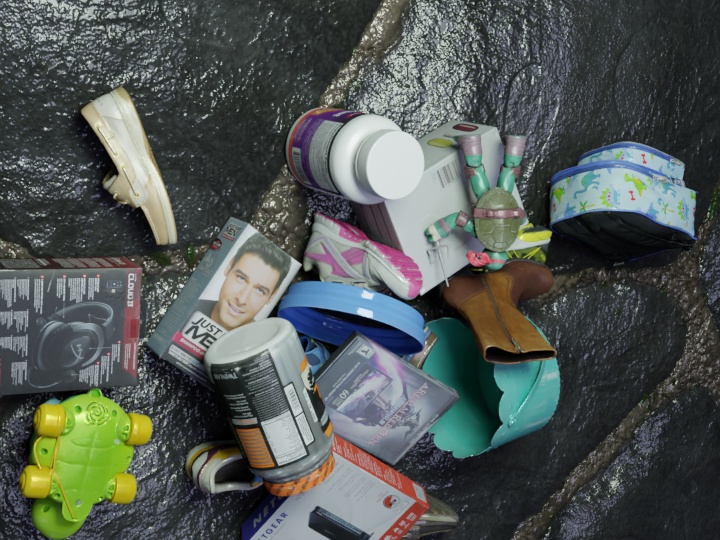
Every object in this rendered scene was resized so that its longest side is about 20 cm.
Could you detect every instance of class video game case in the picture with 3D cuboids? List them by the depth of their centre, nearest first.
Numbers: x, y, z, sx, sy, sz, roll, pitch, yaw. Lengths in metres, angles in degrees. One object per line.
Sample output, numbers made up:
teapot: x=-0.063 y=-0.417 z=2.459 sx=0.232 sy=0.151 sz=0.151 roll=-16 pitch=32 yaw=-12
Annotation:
video game case: x=0.020 y=0.176 z=1.471 sx=0.199 sy=0.019 sz=0.143 roll=33 pitch=108 yaw=-31

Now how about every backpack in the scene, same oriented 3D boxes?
backpack: x=0.384 y=-0.105 z=1.632 sx=0.199 sy=0.182 sz=0.148 roll=15 pitch=71 yaw=-35

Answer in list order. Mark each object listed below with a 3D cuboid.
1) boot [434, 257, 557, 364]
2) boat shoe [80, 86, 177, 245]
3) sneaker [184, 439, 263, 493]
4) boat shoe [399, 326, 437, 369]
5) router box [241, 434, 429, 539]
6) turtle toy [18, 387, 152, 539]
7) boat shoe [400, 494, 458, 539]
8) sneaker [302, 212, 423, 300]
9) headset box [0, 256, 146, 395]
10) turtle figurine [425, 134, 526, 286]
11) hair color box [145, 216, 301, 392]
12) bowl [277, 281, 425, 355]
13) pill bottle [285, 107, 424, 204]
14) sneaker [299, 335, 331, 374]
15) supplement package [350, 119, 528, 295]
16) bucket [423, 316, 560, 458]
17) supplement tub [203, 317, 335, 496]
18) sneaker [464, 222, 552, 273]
boot: x=0.217 y=0.053 z=1.486 sx=0.187 sy=0.200 sz=0.069 roll=4 pitch=116 yaw=-23
boat shoe: x=-0.279 y=-0.117 z=1.311 sx=0.069 sy=0.074 sz=0.201 roll=-22 pitch=111 yaw=-11
sneaker: x=-0.131 y=0.253 z=1.464 sx=0.199 sy=0.090 sz=0.076 roll=-19 pitch=111 yaw=-24
boat shoe: x=0.065 y=0.174 z=1.546 sx=0.072 sy=0.072 sz=0.201 roll=30 pitch=107 yaw=4
router box: x=-0.037 y=0.342 z=1.507 sx=0.179 sy=0.049 sz=0.200 roll=33 pitch=108 yaw=-23
turtle toy: x=-0.348 y=0.236 z=1.327 sx=0.145 sy=0.101 sz=0.202 roll=13 pitch=95 yaw=-32
boat shoe: x=0.050 y=0.372 z=1.616 sx=0.198 sy=0.075 sz=0.074 roll=10 pitch=106 yaw=-23
sneaker: x=0.000 y=0.000 z=1.427 sx=0.081 sy=0.199 sz=0.089 roll=18 pitch=100 yaw=-48
headset box: x=-0.350 y=0.063 z=1.301 sx=0.198 sy=0.077 sz=0.150 roll=-2 pitch=103 yaw=-31
turtle figurine: x=0.170 y=-0.077 z=1.434 sx=0.149 sy=0.100 sz=0.202 roll=-1 pitch=97 yaw=-30
hair color box: x=-0.176 y=0.044 z=1.407 sx=0.099 sy=0.061 sz=0.201 roll=37 pitch=81 yaw=-31
bowl: x=-0.009 y=0.063 z=1.433 sx=0.200 sy=0.200 sz=0.040 roll=24 pitch=71 yaw=-32
pill bottle: x=-0.006 y=-0.145 z=1.380 sx=0.111 sy=0.200 sz=0.113 roll=-7 pitch=105 yaw=-29
sneaker: x=-0.059 y=0.138 z=1.490 sx=0.199 sy=0.074 sz=0.083 roll=23 pitch=87 yaw=-33
supplement package: x=0.106 y=-0.092 z=1.509 sx=0.199 sy=0.111 sz=0.157 roll=-33 pitch=116 yaw=-21
bucket: x=0.178 y=0.157 z=1.562 sx=0.134 sy=0.206 sz=0.209 roll=-8 pitch=105 yaw=-37
supplement tub: x=-0.108 y=0.172 z=1.363 sx=0.122 sy=0.122 sz=0.201 roll=-27 pitch=110 yaw=-22
sneaker: x=0.205 y=-0.014 z=1.606 sx=0.199 sy=0.074 sz=0.085 roll=-12 pitch=108 yaw=-27
